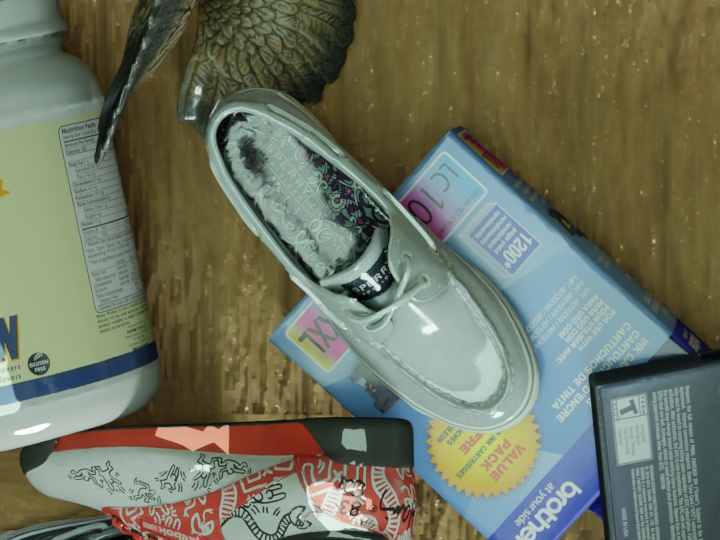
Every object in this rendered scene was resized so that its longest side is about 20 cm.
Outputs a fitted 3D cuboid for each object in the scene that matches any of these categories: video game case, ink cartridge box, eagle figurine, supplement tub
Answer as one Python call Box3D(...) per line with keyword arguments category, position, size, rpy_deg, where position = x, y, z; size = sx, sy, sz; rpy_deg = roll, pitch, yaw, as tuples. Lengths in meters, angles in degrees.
Box3D(category="video game case", position=(0.210, 0.097, 1.329), size=(0.198, 0.019, 0.144), rpy_deg=(-11, 113, -7))
Box3D(category="ink cartridge box", position=(0.075, 0.046, 1.357), size=(0.200, 0.076, 0.137), rpy_deg=(41, 100, 0))
Box3D(category="eagle figurine", position=(-0.076, -0.160, 1.328), size=(0.151, 0.151, 0.201), rpy_deg=(-13, 83, -13))
Box3D(category="supplement tub", position=(-0.182, -0.021, 1.346), size=(0.144, 0.145, 0.202), rpy_deg=(-11, 95, 9))

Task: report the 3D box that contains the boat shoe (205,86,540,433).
Box3D(category="boat shoe", position=(0.000, -0.001, 1.287), size=(0.070, 0.072, 0.201), rpy_deg=(-44, 87, 10))

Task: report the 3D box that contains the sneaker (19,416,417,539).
Box3D(category="sneaker", position=(-0.069, 0.127, 1.327), size=(0.200, 0.067, 0.109), rpy_deg=(-4, 83, 20))

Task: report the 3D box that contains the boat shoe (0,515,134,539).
Box3D(category="boat shoe", position=(-0.134, 0.159, 1.399), size=(0.199, 0.068, 0.072), rpy_deg=(-15, 94, 9))
